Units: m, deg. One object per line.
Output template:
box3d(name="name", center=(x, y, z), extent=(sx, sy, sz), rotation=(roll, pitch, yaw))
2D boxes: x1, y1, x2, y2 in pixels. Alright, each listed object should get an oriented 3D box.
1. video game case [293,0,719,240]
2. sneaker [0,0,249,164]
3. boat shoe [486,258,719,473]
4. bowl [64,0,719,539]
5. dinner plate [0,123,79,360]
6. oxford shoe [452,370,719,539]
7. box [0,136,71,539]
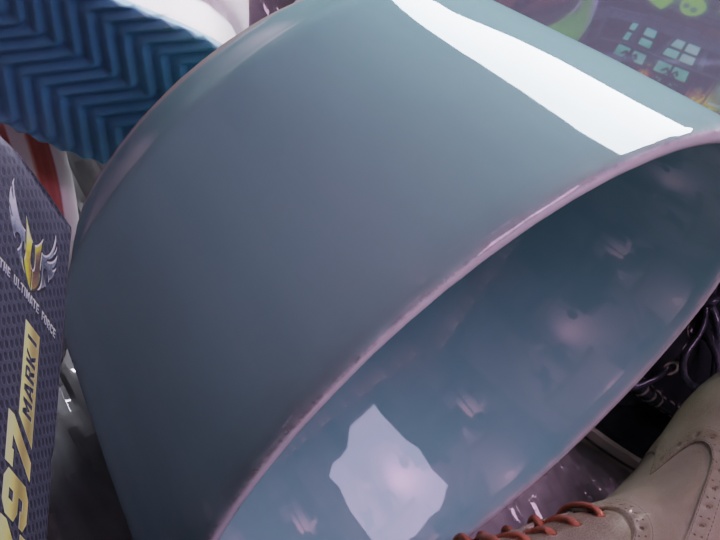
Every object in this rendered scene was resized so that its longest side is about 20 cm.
box3d(name="video game case", center=(0.103, -0.097, 0.854), extent=(0.200, 0.023, 0.182), rotation=(23, 64, 21))
box3d(name="sneaker", center=(-0.117, -0.103, 0.753), extent=(0.200, 0.076, 0.081), rotation=(31, 38, -29))
box3d(name="boat shoe", center=(0.086, 0.014, 0.894), extent=(0.200, 0.062, 0.075), rotation=(29, 50, -27))
box3d(name="bowl", center=(0.000, 0.000, 0.757), extent=(0.201, 0.201, 0.105), rotation=(-22, 64, -44))
box3d(name="dinner plate", center=(-0.162, -0.024, 0.732), extent=(0.200, 0.024, 0.200), rotation=(20, 56, -33))
box3d(name="oxford shoe", center=(0.062, 0.090, 0.809), extent=(0.074, 0.071, 0.200), rotation=(43, 58, -8))
box3d(name="box", center=(-0.161, 0.060, 0.573), extent=(0.051, 0.200, 0.158), rotation=(59, 28, -56))
